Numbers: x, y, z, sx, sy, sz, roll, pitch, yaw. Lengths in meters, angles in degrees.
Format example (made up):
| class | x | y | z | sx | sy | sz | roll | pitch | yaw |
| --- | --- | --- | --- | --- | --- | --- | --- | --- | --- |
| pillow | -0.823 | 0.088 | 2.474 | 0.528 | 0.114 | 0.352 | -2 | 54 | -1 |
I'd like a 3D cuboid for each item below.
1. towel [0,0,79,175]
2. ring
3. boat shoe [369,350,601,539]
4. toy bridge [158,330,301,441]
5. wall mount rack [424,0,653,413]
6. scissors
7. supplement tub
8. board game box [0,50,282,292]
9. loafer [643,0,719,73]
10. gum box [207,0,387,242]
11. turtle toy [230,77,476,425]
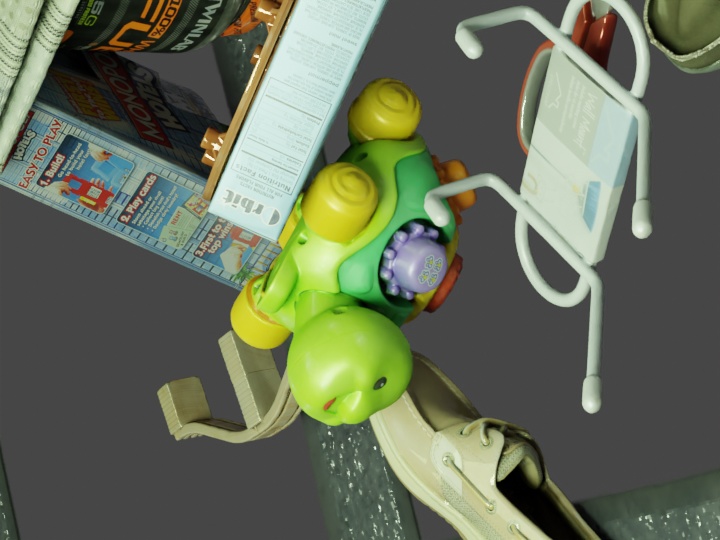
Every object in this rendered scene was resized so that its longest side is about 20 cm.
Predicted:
| class | x | y | z | sx | sy | sz | roll | pitch | yaw |
| --- | --- | --- | --- | --- | --- | --- | --- | --- | --- |
| towel | -0.217 | -0.180 | 1.322 | 0.193 | 0.034 | 0.200 | 53 | 131 | 37 |
| ring | -0.052 | -0.133 | 1.338 | 0.200 | 0.019 | 0.201 | -156 | 90 | -87 |
| boat shoe | 0.075 | 0.113 | 1.291 | 0.200 | 0.072 | 0.065 | 55 | 127 | 28 |
| toy bridge | -0.065 | 0.069 | 1.485 | 0.200 | 0.027 | 0.067 | -37 | 67 | 50 |
| wall mount rack | 0.105 | -0.036 | 1.190 | 0.174 | 0.074 | 0.201 | 48 | 144 | 36 |
| scissors | 0.121 | -0.143 | 1.223 | 0.073 | 0.014 | 0.201 | 37 | 126 | 46 |
| supplement tub | -0.152 | -0.193 | 1.414 | 0.122 | 0.199 | 0.123 | 4 | 95 | 49 |
| board game box | -0.158 | -0.087 | 1.434 | 0.062 | 0.199 | 0.200 | -54 | 43 | 20 |
| loafer | 0.179 | -0.177 | 1.094 | 0.075 | 0.069 | 0.200 | 53 | 134 | 32 |
| gum box | -0.014 | -0.134 | 1.265 | 0.170 | 0.044 | 0.201 | -75 | 10 | -70 |
| turtle toy | 0.000 | 0.000 | 1.301 | 0.101 | 0.200 | 0.146 | 30 | 137 | -5 |
